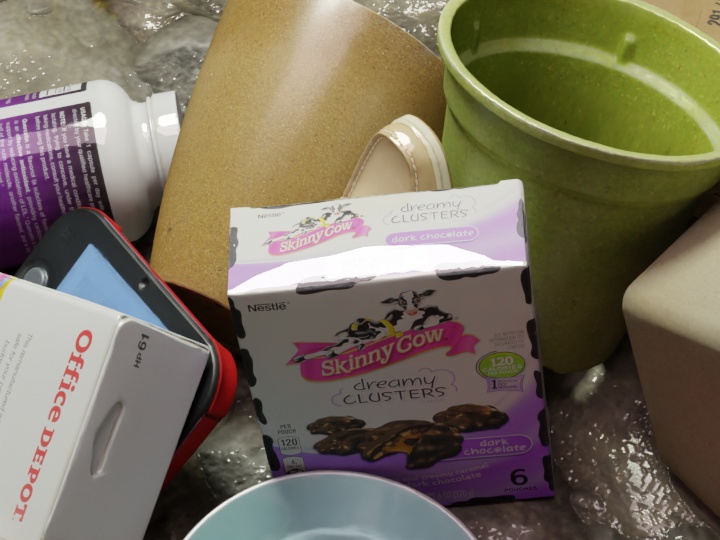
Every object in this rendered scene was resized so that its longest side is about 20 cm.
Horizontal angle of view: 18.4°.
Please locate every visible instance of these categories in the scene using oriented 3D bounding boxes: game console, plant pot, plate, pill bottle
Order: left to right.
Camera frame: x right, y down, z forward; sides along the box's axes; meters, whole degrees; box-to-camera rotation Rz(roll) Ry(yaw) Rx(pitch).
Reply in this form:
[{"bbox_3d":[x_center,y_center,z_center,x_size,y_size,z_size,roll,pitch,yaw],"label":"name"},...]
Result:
[{"bbox_3d":[-0.214,-0.063,1.496,0.199,0.113,0.113,-11,45,-1],"label":"pill bottle"},{"bbox_3d":[-0.174,0.073,1.355,0.177,0.031,0.200,-49,49,6],"label":"game console"},{"bbox_3d":[-0.050,-0.050,1.427,0.186,0.187,0.200,19,70,27],"label":"plant pot"},{"bbox_3d":[-0.017,0.202,1.242,0.199,0.026,0.201,1,52,-1],"label":"plate"},{"bbox_3d":[0.121,-0.047,1.345,0.199,0.185,0.201,11,34,-7],"label":"plant pot"},{"bbox_3d":[0.264,0.050,1.252,0.177,0.200,0.200,20,51,42],"label":"plant pot"}]

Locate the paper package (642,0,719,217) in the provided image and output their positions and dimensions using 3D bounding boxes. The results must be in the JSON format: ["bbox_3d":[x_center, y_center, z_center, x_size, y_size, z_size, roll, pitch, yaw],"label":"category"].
[{"bbox_3d":[0.190,-0.139,1.504,0.190,0.104,0.200,7,47,15],"label":"paper package"}]

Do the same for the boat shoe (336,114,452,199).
[{"bbox_3d":[0.000,0.000,1.327,0.069,0.201,0.074,-14,44,-35],"label":"boat shoe"}]

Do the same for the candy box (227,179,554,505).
[{"bbox_3d":[0.021,0.049,1.279,0.167,0.200,0.072,-6,45,6],"label":"candy box"}]

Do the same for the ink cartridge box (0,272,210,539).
[{"bbox_3d":[-0.201,0.081,1.303,0.200,0.085,0.145,15,83,41],"label":"ink cartridge box"}]

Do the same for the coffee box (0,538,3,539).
[{"bbox_3d":[-0.225,0.199,1.238,0.200,0.115,0.080,23,55,31],"label":"coffee box"}]
